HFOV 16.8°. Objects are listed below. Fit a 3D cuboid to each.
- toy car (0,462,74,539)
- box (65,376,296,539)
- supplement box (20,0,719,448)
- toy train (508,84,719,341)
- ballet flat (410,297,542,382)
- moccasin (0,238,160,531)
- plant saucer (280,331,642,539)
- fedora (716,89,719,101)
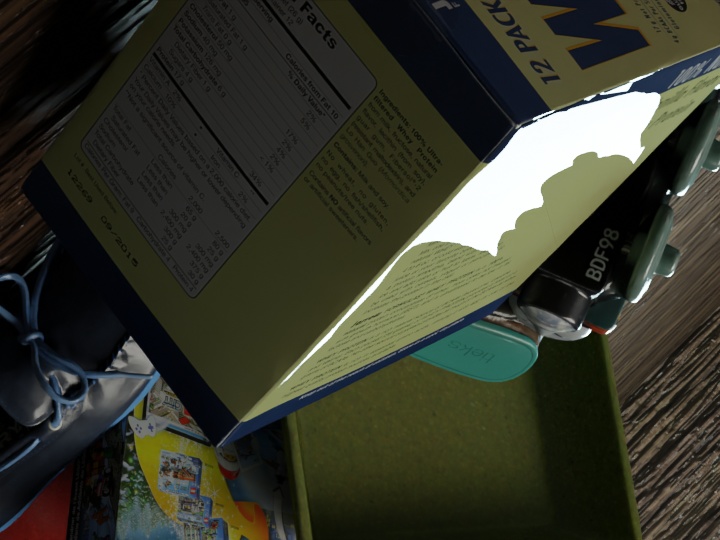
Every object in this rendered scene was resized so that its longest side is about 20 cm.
[{"bbox_3d":[-0.089,0.136,1.241,0.177,0.200,0.184,-33,162,-46],"label":"toy car"},{"bbox_3d":[-0.051,0.116,1.170,0.038,0.137,0.200,-19,147,41],"label":"box"},{"bbox_3d":[0.016,-0.065,0.946,0.200,0.134,0.200,-24,162,-50],"label":"supplement box"},{"bbox_3d":[0.122,-0.060,1.110,0.114,0.085,0.200,83,30,-79],"label":"toy train"},{"bbox_3d":[0.000,0.000,1.126,0.200,0.069,0.068,20,137,-39],"label":"ballet flat"},{"bbox_3d":[-0.145,0.052,1.085,0.200,0.080,0.068,-55,152,16],"label":"moccasin"},{"bbox_3d":[0.033,0.055,1.195,0.200,0.200,0.048,1,164,-34],"label":"plant saucer"},{"bbox_3d":[0.120,-0.134,1.297,0.090,0.177,0.200,13,100,-37],"label":"fedora"}]
